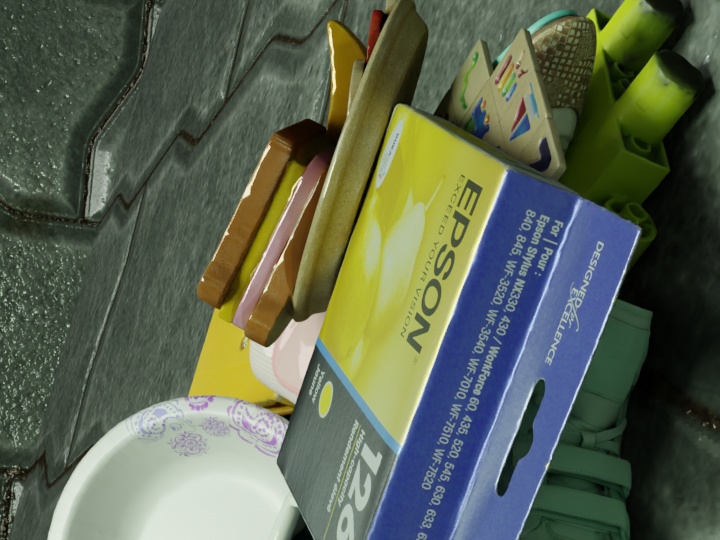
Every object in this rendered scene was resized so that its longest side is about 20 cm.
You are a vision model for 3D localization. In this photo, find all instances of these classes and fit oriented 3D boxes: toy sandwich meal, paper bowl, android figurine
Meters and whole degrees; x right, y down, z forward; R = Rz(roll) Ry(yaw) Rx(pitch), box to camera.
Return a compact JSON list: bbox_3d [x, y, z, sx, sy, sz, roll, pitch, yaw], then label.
[{"bbox_3d":[-0.023,-0.060,0.774,0.205,0.069,0.208,20,-90,-87],"label":"toy sandwich meal"},{"bbox_3d":[-0.092,0.186,0.901,0.104,0.198,0.204,50,-126,-74],"label":"paper bowl"},{"bbox_3d":[0.115,-0.056,0.777,0.184,0.041,0.201,-92,27,-47],"label":"android figurine"}]

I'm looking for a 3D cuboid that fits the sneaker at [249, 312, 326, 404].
[{"bbox_3d":[0.000,0.000,0.899,0.104,0.076,0.201,14,63,43],"label":"sneaker"}]

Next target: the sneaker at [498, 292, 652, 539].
[{"bbox_3d":[0.096,0.077,0.641,0.201,0.073,0.119,-96,24,-58],"label":"sneaker"}]

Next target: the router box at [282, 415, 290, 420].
[{"bbox_3d":[-0.008,0.053,0.996,0.149,0.051,0.202,-37,39,48],"label":"router box"}]

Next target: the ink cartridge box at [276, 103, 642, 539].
[{"bbox_3d":[0.028,0.042,0.626,0.200,0.046,0.200,-134,62,-69],"label":"ink cartridge box"}]

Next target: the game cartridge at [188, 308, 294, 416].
[{"bbox_3d":[-0.059,0.011,1.037,0.176,0.032,0.203,-17,52,61],"label":"game cartridge"}]

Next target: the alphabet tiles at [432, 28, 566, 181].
[{"bbox_3d":[0.041,-0.013,0.701,0.168,0.006,0.201,-97,30,-45],"label":"alphabet tiles"}]

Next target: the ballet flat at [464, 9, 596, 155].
[{"bbox_3d":[0.074,-0.054,0.762,0.200,0.070,0.066,-51,54,49],"label":"ballet flat"}]

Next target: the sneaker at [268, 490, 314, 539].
[{"bbox_3d":[0.005,0.120,0.795,0.201,0.070,0.093,-56,-13,-3],"label":"sneaker"}]
